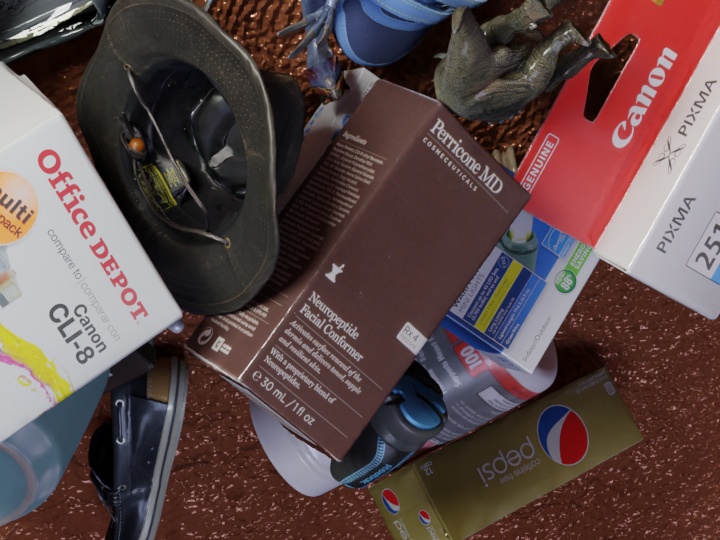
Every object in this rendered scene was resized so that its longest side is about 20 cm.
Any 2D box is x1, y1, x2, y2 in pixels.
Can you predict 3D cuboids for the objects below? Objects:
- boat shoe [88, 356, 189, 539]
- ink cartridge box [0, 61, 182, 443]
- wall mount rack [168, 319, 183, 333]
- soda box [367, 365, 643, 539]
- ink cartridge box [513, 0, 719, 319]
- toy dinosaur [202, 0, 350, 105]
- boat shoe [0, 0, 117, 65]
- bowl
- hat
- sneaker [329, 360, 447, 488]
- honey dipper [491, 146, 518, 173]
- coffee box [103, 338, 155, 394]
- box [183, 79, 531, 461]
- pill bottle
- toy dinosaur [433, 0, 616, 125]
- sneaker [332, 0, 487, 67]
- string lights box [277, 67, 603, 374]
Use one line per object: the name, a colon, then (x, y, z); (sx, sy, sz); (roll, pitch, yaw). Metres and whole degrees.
boat shoe: (-0.171, 0.142, 1.496); (0.062, 0.075, 0.201); (8, 129, -10)
ink cartridge box: (-0.229, 0.005, 1.133); (0.199, 0.145, 0.146); (-35, 117, -11)
wall mount rack: (-0.092, 0.005, 1.307); (0.075, 0.173, 0.200); (-54, 135, -16)
soda box: (0.106, 0.139, 1.465); (0.199, 0.064, 0.068); (-24, 173, -36)
ink cartridge box: (0.205, -0.091, 1.269); (0.175, 0.045, 0.201); (25, 95, -36)
toy dinosaur: (-0.015, -0.181, 1.165); (0.200, 0.105, 0.182); (-39, 153, -1)
boat shoe: (-0.164, -0.169, 1.179); (0.198, 0.066, 0.075); (-20, 134, 10)
bowl: (-0.259, 0.093, 1.291); (0.199, 0.106, 0.202); (-3, 139, -2)
hat: (-0.079, -0.074, 1.171); (0.080, 0.201, 0.202); (-21, 146, -35)
sneaker: (-0.006, 0.053, 1.330); (0.073, 0.201, 0.082); (27, 120, -29)
honey dipper: (0.009, -0.046, 1.359); (0.198, 0.038, 0.038); (-11, 136, 4)
coffee box: (-0.237, 0.006, 1.335); (0.112, 0.080, 0.200); (-27, 133, 20)
box: (0.000, 0.000, 1.200); (0.100, 0.075, 0.201); (40, 81, -36)
pill bottle: (0.028, 0.074, 1.427); (0.199, 0.116, 0.116); (-31, 133, 20)
toy dinosaur: (0.083, -0.118, 1.186); (0.102, 0.200, 0.077); (-41, 90, 20)
sneaker: (0.042, -0.184, 1.190); (0.073, 0.083, 0.200); (14, 135, -24)
string lights box: (0.047, -0.031, 1.294); (0.199, 0.059, 0.103); (33, 83, -17)
